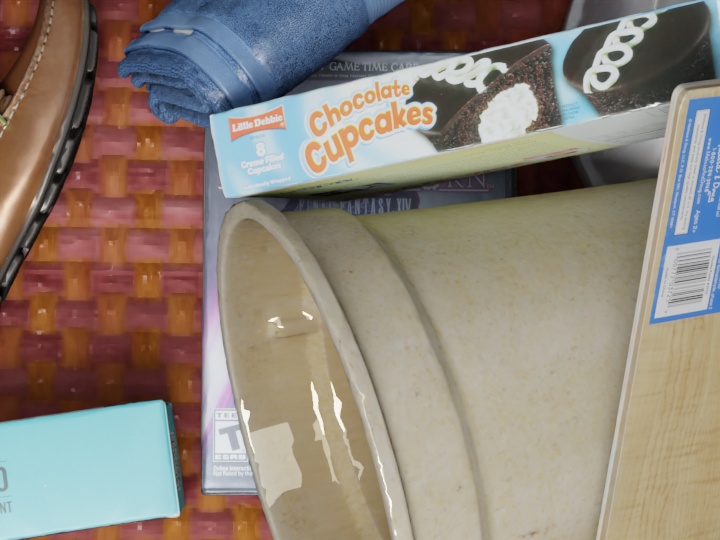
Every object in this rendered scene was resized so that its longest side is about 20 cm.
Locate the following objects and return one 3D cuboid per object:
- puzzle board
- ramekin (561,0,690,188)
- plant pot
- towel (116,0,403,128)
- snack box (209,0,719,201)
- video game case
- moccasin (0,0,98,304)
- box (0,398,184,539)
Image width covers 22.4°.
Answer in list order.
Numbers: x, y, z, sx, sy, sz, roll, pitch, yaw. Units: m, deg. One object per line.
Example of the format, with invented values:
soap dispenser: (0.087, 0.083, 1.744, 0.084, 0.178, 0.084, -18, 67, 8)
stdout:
puzzle board: (0.156, 0.019, 0.650, 0.150, 0.017, 0.201, -9, 120, -26)
ramekin: (0.192, -0.091, 0.799, 0.199, 0.105, 0.201, 0, 83, -3)
plant pot: (0.061, 0.049, 0.727, 0.183, 0.200, 0.201, -15, 85, -17)
towel: (-0.008, -0.134, 0.777, 0.200, 0.112, 0.049, -38, 111, -17)
snack box: (0.056, -0.062, 0.705, 0.199, 0.116, 0.037, -11, 87, 22)
video game case: (0.000, 0.000, 0.819, 0.142, 0.019, 0.201, 0, 84, -4)
moccasin: (-0.173, -0.035, 0.788, 0.077, 0.074, 0.202, 26, 92, -9)
box: (-0.176, 0.093, 0.764, 0.199, 0.082, 0.049, -8, 86, -5)
